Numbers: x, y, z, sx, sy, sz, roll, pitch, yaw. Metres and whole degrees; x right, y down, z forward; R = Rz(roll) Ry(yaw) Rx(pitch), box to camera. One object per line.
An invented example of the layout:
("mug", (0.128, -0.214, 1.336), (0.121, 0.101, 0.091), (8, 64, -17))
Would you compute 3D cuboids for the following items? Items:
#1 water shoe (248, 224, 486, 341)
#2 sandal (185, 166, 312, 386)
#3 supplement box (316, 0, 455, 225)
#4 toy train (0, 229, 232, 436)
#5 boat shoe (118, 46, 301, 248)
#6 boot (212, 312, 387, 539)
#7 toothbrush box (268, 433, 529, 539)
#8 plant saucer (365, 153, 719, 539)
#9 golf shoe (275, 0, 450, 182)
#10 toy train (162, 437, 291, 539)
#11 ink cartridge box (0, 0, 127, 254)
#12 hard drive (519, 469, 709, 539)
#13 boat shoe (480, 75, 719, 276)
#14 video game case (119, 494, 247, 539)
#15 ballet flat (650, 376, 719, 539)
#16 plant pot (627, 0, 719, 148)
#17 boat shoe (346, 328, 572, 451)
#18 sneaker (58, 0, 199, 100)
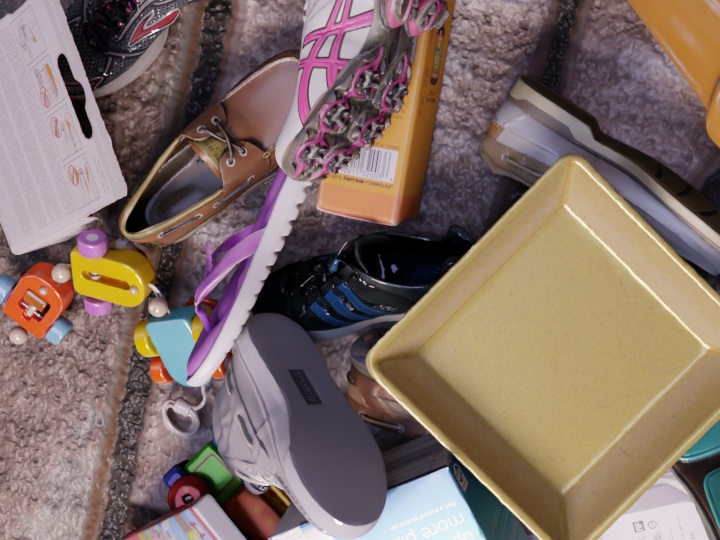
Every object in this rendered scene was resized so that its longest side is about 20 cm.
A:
("water shoe", (0.000, 0.000, 0.938), (0.200, 0.079, 0.072), (-7, 52, 20))
("sandal", (-0.090, -0.012, 0.942), (0.050, 0.082, 0.203), (28, 77, -9))
("supplement box", (0.021, -0.137, 0.937), (0.069, 0.067, 0.200), (14, 100, 15))
("toy train", (-0.188, 0.037, 1.022), (0.200, 0.056, 0.150), (35, 130, -2))
("boat shoe", (-0.101, -0.087, 0.972), (0.072, 0.068, 0.200), (45, 105, 5))
("boot", (-0.048, 0.128, 0.900), (0.073, 0.200, 0.096), (6, 127, -29))
("toothbrush box", (0.051, 0.231, 0.916), (0.146, 0.085, 0.200), (-24, 101, 19))
("plant saucer", (0.138, 0.057, 0.871), (0.200, 0.048, 0.200), (44, 94, -5))
("golf shoe", (-0.006, -0.156, 0.879), (0.092, 0.073, 0.200), (39, 104, 33))
("toy train", (-0.046, 0.196, 0.995), (0.116, 0.085, 0.200), (-45, 85, 2))
("ink cartridge box", (-0.230, -0.110, 0.963), (0.200, 0.050, 0.161), (-19, 92, 48))
("hard drive", (0.182, 0.221, 0.957), (0.200, 0.038, 0.140), (-15, 93, 16))
("boat shoe", (0.176, -0.054, 0.909), (0.200, 0.075, 0.068), (39, 111, 14))
("video game case", (-0.108, 0.243, 0.970), (0.143, 0.017, 0.200), (51, 148, -2))
("ballet flat", (0.245, 0.140, 0.875), (0.067, 0.200, 0.064), (-18, 136, 7))
("plant pot", (0.262, -0.183, 0.817), (0.183, 0.200, 0.200), (47, 106, 21))
("boat shoe", (0.081, 0.111, 0.955), (0.200, 0.076, 0.072), (24, 113, 13))
("sneaker", (-0.172, -0.210, 0.972), (0.200, 0.075, 0.081), (-42, 87, 16))
